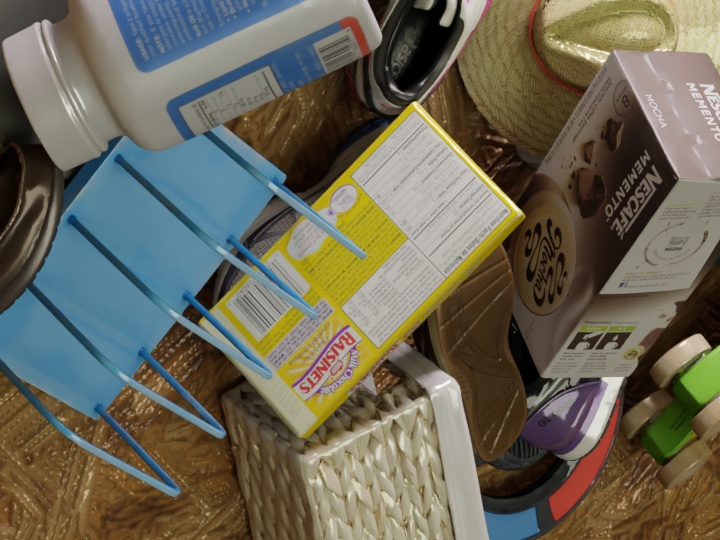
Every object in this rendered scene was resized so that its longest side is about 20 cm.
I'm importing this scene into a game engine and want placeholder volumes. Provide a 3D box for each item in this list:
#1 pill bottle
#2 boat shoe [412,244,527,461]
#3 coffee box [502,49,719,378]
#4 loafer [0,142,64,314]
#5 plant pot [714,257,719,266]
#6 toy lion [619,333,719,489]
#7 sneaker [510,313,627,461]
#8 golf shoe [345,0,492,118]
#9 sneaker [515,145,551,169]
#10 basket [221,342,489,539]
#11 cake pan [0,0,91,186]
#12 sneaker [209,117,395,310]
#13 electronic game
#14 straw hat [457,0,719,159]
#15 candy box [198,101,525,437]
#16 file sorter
[{"bbox_3d":[-0.097,-0.136,1.276,0.199,0.113,0.113,-24,124,2],"label":"pill bottle"},{"bbox_3d":[0.060,0.037,1.507,0.072,0.072,0.201,-39,134,-26],"label":"boat shoe"},{"bbox_3d":[0.172,-0.035,1.468,0.079,0.114,0.201,0,141,-29],"label":"coffee box"},{"bbox_3d":[-0.246,0.003,1.310,0.071,0.073,0.201,32,100,-33],"label":"loafer"},{"bbox_3d":[0.303,-0.111,1.634,0.141,0.141,0.201,-40,120,-16],"label":"plant pot"},{"bbox_3d":[0.293,0.071,1.689,0.191,0.069,0.200,-35,165,-16],"label":"toy lion"},{"bbox_3d":[0.155,0.027,1.587,0.087,0.076,0.202,26,80,-30],"label":"sneaker"},{"bbox_3d":[0.060,-0.188,1.449,0.072,0.092,0.201,23,92,-14],"label":"golf shoe"},{"bbox_3d":[0.189,-0.148,1.576,0.079,0.078,0.201,28,99,-36],"label":"sneaker"},{"bbox_3d":[-0.001,0.157,1.523,0.123,0.135,0.201,-26,121,-23],"label":"basket"},{"bbox_3d":[-0.165,-0.143,1.349,0.199,0.037,0.202,-14,116,-31],"label":"cake pan"},{"bbox_3d":[-0.016,-0.020,1.473,0.200,0.085,0.077,-46,128,-11],"label":"sneaker"},{"bbox_3d":[0.115,0.107,1.638,0.199,0.041,0.202,-11,110,-34],"label":"electronic game"},{"bbox_3d":[0.162,-0.158,1.481,0.199,0.085,0.203,0,99,0],"label":"straw hat"},{"bbox_3d":[0.000,0.000,1.423,0.200,0.102,0.026,-45,168,7],"label":"candy box"},{"bbox_3d":[-0.115,0.016,1.363,0.200,0.123,0.139,-51,141,2],"label":"file sorter"}]
